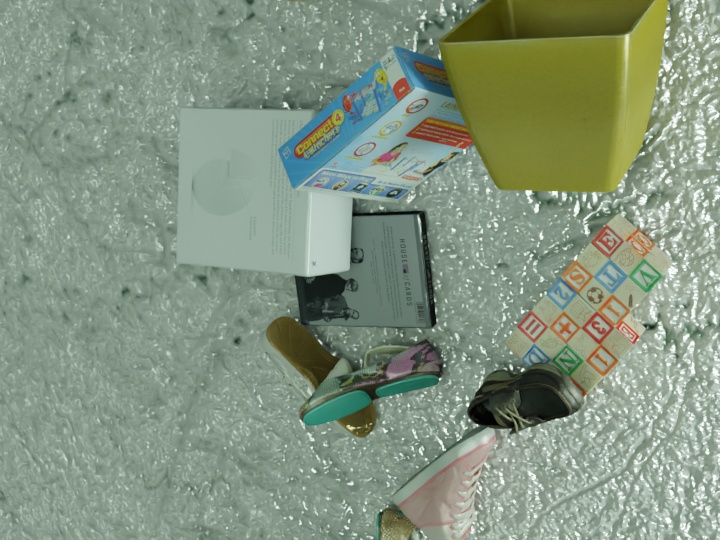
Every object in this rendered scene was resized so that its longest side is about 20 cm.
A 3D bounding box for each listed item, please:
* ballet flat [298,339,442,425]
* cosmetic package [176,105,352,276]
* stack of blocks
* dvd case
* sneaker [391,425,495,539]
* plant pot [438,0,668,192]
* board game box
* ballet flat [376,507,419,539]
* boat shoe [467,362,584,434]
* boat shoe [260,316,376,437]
[{"bbox_3d":[0.009,0.141,1.438,0.198,0.069,0.072,-20,60,5],"label":"ballet flat"},{"bbox_3d":[-0.119,-0.104,1.404,0.198,0.123,0.203,6,97,28],"label":"cosmetic package"},{"bbox_3d":[0.276,0.048,1.291,0.115,0.058,0.201,42,120,11],"label":"stack of blocks"},{"bbox_3d":[0.000,0.000,1.446,0.197,0.025,0.153,0,105,28],"label":"dvd case"},{"bbox_3d":[0.131,0.284,1.430,0.105,0.075,0.200,51,129,11],"label":"sneaker"},{"bbox_3d":[0.217,-0.192,1.183,0.197,0.200,0.179,4,119,27],"label":"plant pot"},{"bbox_3d":[0.040,-0.160,1.272,0.195,0.199,0.056,-36,67,31],"label":"board game box"},{"bbox_3d":[0.057,0.425,1.522,0.064,0.071,0.203,1,110,13],"label":"ballet flat"},{"bbox_3d":[0.193,0.163,1.311,0.075,0.073,0.200,49,158,-6],"label":"boat shoe"},{"bbox_3d":[-0.059,0.149,1.504,0.200,0.071,0.069,49,147,-2],"label":"boat shoe"}]
